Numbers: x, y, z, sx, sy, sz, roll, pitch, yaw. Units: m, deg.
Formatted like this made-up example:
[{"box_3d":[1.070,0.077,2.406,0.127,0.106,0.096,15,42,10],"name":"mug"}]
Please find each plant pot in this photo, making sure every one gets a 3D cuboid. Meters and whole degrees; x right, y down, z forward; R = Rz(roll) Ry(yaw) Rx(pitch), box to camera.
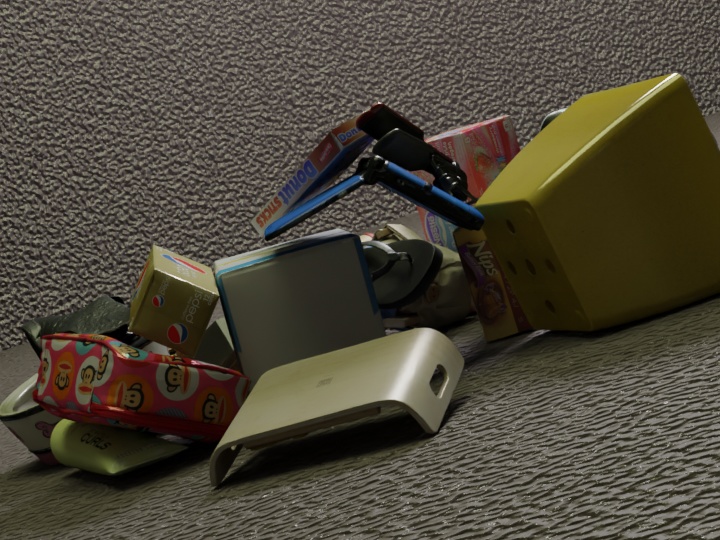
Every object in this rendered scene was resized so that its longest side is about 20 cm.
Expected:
[{"box_3d":[0.226,-0.044,1.600,0.176,0.201,0.200,-31,9,-17],"name":"plant pot"}]

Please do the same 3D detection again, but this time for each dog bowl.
[{"box_3d":[-0.282,0.131,1.821,0.199,0.074,0.200,-27,12,6],"name":"dog bowl"}]

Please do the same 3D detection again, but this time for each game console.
[{"box_3d":[0.009,-0.044,1.630,0.119,0.170,0.200,-62,4,2],"name":"game console"}]

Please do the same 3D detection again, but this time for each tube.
[{"box_3d":[-0.235,0.168,1.617,0.058,0.052,0.200,-59,25,-15],"name":"tube"}]

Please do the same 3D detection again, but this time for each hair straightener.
[{"box_3d":[0.068,-0.093,1.663,0.041,0.077,0.200,-37,-33,12],"name":"hair straightener"}]

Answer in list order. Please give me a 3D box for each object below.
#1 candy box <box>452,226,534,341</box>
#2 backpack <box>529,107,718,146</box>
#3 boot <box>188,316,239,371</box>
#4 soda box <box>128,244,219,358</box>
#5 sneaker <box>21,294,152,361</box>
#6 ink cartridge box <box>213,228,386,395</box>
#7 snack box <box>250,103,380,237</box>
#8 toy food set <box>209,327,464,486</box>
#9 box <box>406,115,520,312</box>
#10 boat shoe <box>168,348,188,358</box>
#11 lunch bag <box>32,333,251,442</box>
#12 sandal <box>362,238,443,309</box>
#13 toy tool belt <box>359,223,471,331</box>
[{"box_3d":[0.148,-0.006,1.770,0.056,0.118,0.200,-17,5,12],"name":"candy box"},{"box_3d":[0.299,-0.094,1.881,0.199,0.179,0.150,-11,27,-26],"name":"backpack"},{"box_3d":[-0.096,0.055,1.878,0.200,0.074,0.075,-41,-40,18],"name":"boot"},{"box_3d":[-0.180,0.026,1.642,0.067,0.064,0.200,23,3,-9],"name":"soda box"},{"box_3d":[-0.283,0.065,1.783,0.104,0.060,0.200,-33,18,-14],"name":"sneaker"},{"box_3d":[-0.060,0.048,1.719,0.145,0.148,0.200,-16,6,-5],"name":"ink cartridge box"},{"box_3d":[-0.042,-0.097,1.716,0.072,0.024,0.200,-32,-7,-36],"name":"snack box"},{"box_3d":[-0.019,0.119,1.419,0.199,0.061,0.144,-17,17,20],"name":"toy food set"},{"box_3d":[0.133,-0.061,1.934,0.094,0.201,0.102,-11,9,42],"name":"box"},{"box_3d":[-0.197,0.107,1.998,0.199,0.068,0.072,-17,3,-10],"name":"boat shoe"},{"box_3d":[-0.197,0.110,1.614,0.175,0.083,0.199,12,-4,-35],"name":"lunch bag"},{"box_3d":[0.000,0.001,1.843,0.199,0.077,0.043,-4,-28,38],"name":"sandal"},{"box_3d":[0.021,0.015,1.911,0.122,0.126,0.199,-27,29,-32],"name":"toy tool belt"}]
